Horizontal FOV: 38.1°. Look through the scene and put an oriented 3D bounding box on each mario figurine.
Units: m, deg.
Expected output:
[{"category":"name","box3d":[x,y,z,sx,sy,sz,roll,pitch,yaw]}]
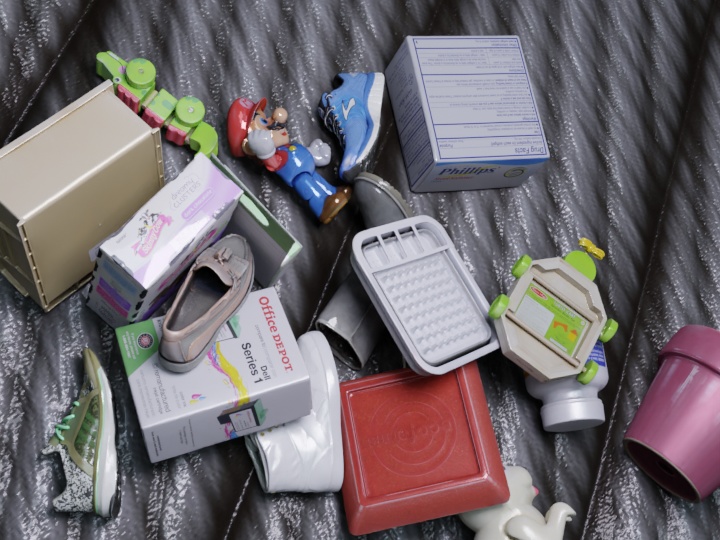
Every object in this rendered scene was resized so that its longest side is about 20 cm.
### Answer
[{"category":"mario figurine","box3d":[-0.089,-0.160,1.376,0.200,0.123,0.106,41,75,-6]}]

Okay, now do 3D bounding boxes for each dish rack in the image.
[{"category":"dish rack","box3d":[0.077,0.034,1.302,0.171,0.044,0.201,-17,71,-45]}]

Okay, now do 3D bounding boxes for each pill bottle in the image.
[{"category":"pill bottle","box3d":[0.272,0.110,1.404,0.111,0.112,0.202,2,70,-19]}]

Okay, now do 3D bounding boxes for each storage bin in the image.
[{"category":"storage bin","box3d":[-0.332,-0.080,1.217,0.094,0.199,0.200,39,61,18]}]

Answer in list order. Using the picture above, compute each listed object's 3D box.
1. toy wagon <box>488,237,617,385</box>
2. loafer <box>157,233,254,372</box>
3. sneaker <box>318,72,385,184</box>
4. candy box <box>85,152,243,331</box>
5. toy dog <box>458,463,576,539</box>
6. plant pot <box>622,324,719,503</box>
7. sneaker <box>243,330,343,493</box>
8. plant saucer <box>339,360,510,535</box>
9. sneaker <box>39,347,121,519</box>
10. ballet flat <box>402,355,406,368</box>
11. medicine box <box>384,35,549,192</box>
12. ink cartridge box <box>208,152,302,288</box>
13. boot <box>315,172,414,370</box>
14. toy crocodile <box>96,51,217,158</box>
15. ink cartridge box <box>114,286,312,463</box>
[{"category":"toy wagon","box3d":[0.256,0.046,1.337,0.155,0.040,0.201,36,61,-5]},{"category":"loafer","box3d":[-0.174,0.025,1.201,0.071,0.063,0.201,15,50,10]},{"category":"sneaker","box3d":[-0.018,-0.198,1.436,0.088,0.079,0.201,8,49,-4]},{"category":"candy box","box3d":[-0.234,-0.024,1.225,0.071,0.200,0.168,42,63,0]},{"category":"toy dog","box3d":[0.178,0.335,1.290,0.192,0.139,0.202,-16,75,14]},{"category":"plant pot","box3d":[0.457,0.203,1.403,0.200,0.200,0.179,44,79,1]},{"category":"sneaker","box3d":[-0.088,0.172,1.275,0.115,0.074,0.202,1,72,-22]},{"category":"plant saucer","box3d":[0.064,0.203,1.272,0.198,0.037,0.201,-13,59,2]},{"category":"sneaker","box3d":[-0.323,0.186,1.191,0.088,0.077,0.202,-4,70,-12]},{"category":"ballet flat","box3d":[0.091,0.077,1.383,0.066,0.067,0.201,12,67,4]},{"category":"medicine box","box3d":[0.150,-0.226,1.491,0.181,0.103,0.202,-5,73,-21]},{"category":"ink cartridge box","box3d":[-0.134,-0.066,1.276,0.146,0.200,0.048,46,65,2]},{"category":"boot","box3d":[0.001,-0.001,1.356,0.200,0.072,0.182,-48,114,-23]},{"category":"toy crocodile","box3d":[-0.265,-0.213,1.358,0.199,0.068,0.062,37,64,-3]},{"category":"ink cartridge box","box3d":[-0.170,0.118,1.220,0.198,0.084,0.145,-15,53,-14]}]
